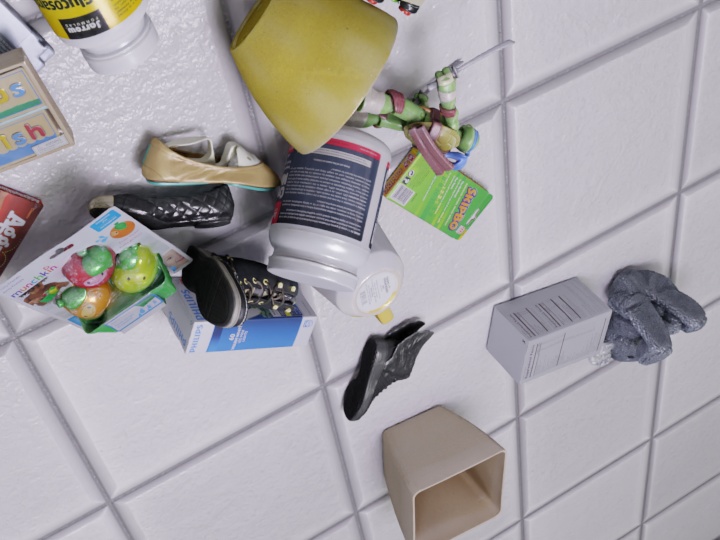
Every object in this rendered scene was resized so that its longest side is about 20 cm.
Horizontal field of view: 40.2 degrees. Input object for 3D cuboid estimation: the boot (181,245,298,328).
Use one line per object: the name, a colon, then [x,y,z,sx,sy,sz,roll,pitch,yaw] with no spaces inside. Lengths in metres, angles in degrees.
boot: [-0.145,0.027,1.324,0.152,0.203,0.074,12,103,-29]

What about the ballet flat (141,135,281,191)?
ballet flat: [-0.185,-0.140,1.275,0.198,0.068,0.064,-1,111,-37]

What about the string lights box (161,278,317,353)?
string lights box: [-0.174,0.062,1.419,0.198,0.103,0.059,-1,127,-36]

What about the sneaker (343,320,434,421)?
sneaker: [0.046,0.177,1.710,0.103,0.060,0.201,3,119,-33]

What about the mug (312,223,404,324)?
mug: [0.000,-0.008,1.454,0.185,0.153,0.150,14,114,-43]

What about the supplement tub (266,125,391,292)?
supplement tub: [-0.044,-0.084,1.315,0.140,0.139,0.202,21,80,-44]

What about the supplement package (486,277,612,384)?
supplement package: [0.351,0.111,1.842,0.198,0.110,0.115,-16,133,-25]

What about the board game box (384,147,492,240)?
board game box: [0.124,-0.120,1.546,0.199,0.030,0.096,27,106,-43]

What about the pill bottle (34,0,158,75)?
pill bottle: [-0.289,-0.307,1.021,0.112,0.113,0.201,-33,137,-8]

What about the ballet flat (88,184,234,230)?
ballet flat: [-0.259,-0.085,1.286,0.198,0.057,0.066,-1,168,-34]

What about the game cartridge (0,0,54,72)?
game cartridge: [-0.433,-0.251,1.021,0.133,0.042,0.200,-38,138,3]

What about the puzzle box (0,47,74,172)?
puzzle box: [-0.428,-0.153,1.066,0.198,0.026,0.134,-22,144,-2]

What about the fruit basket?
fruit basket: [-0.327,0.010,1.238,0.184,0.094,0.200,-33,161,6]

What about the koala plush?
koala plush: [0.552,0.113,1.984,0.177,0.184,0.201,-30,159,-29]

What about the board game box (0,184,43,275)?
board game box: [-0.478,-0.018,1.192,0.103,0.019,0.201,21,110,-46]

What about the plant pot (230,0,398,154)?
plant pot: [-0.071,-0.264,1.183,0.141,0.200,0.201,34,102,-22]

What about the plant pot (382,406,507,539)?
plant pot: [0.140,0.380,1.859,0.198,0.177,0.201,-21,134,-20]

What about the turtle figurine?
turtle figurine: [0.078,-0.244,1.346,0.192,0.144,0.202,6,112,-21]

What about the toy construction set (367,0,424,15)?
toy construction set: [0.021,-0.380,1.190,0.198,0.132,0.093,-11,144,-35]
